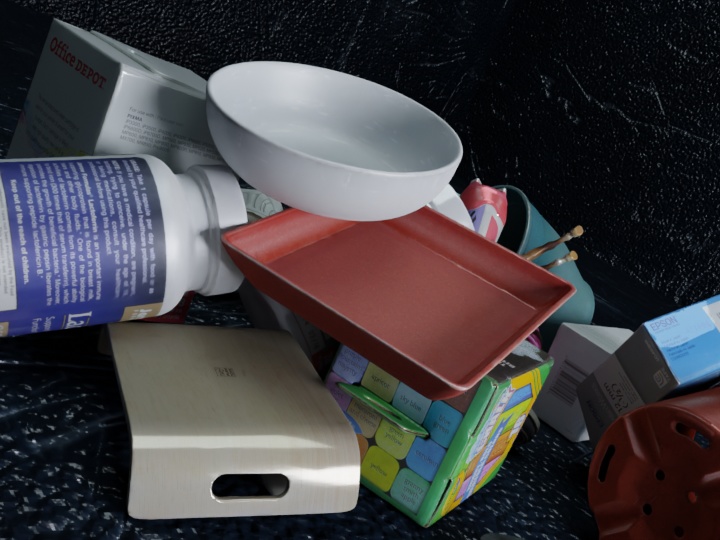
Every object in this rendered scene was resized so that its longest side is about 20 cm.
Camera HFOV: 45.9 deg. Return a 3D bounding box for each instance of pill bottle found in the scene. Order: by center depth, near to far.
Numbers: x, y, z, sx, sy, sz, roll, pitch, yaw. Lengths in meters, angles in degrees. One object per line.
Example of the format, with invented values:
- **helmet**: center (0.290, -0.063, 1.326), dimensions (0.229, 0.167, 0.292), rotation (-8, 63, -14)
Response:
- **pill bottle**: center (-0.185, -0.021, 0.588), dimensions (0.197, 0.117, 0.116), rotation (-7, 27, -28)
- **pill bottle**: center (0.000, 0.000, 0.756), dimensions (0.198, 0.115, 0.114), rotation (-30, 39, -19)

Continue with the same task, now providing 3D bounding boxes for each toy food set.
- **toy food set**: center (-0.098, 0.096, 0.577), dimensions (0.141, 0.061, 0.200), rotation (5, 19, -25)

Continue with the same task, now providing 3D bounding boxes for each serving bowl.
- **serving bowl**: center (-0.024, -0.092, 0.652), dimensions (0.197, 0.067, 0.201), rotation (12, 29, -7)

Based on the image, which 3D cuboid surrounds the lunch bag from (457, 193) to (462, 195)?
- **lunch bag**: center (0.013, -0.053, 1.082), dimensions (0.198, 0.173, 0.122), rotation (19, 6, -21)

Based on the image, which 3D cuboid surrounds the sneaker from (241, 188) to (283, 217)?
- **sneaker**: center (-0.134, -0.049, 1.016), dimensions (0.098, 0.079, 0.199), rotation (8, 20, -42)

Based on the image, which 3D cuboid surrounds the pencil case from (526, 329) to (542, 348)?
- **pencil case**: center (0.159, 0.087, 0.930), dimensions (0.090, 0.094, 0.200), rotation (36, 8, 8)

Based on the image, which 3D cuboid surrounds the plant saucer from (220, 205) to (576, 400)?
- **plant saucer**: center (0.030, 0.009, 0.611), dimensions (0.199, 0.037, 0.199), rotation (31, 32, 22)

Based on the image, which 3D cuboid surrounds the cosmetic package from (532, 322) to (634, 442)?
- **cosmetic package**: center (0.288, 0.131, 1.010), dimensions (0.081, 0.114, 0.199), rotation (34, 14, 35)

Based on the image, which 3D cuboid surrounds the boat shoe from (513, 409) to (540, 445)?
- **boat shoe**: center (0.077, 0.123, 0.811), dimensions (0.198, 0.073, 0.063), rotation (30, 56, -3)

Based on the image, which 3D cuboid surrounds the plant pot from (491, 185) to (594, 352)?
- **plant pot**: center (0.207, 0.024, 1.140), dimensions (0.187, 0.201, 0.200), rotation (36, 7, -26)

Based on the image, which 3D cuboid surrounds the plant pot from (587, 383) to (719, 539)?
- **plant pot**: center (0.304, 0.182, 0.702), dimensions (0.193, 0.204, 0.200), rotation (4, 23, -37)

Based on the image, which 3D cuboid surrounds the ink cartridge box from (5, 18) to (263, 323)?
- **ink cartridge box**: center (-0.204, -0.082, 0.725), dimensions (0.143, 0.202, 0.145), rotation (11, 19, -46)

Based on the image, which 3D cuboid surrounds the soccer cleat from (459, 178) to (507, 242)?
- **soccer cleat**: center (0.107, -0.019, 0.916), dimensions (0.066, 0.077, 0.201), rotation (21, -30, 0)

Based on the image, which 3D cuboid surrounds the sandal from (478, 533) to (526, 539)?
- **sandal**: center (0.171, 0.222, 0.572), dimensions (0.198, 0.049, 0.075), rotation (27, 13, 7)

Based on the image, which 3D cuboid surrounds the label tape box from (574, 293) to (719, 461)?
- **label tape box**: center (0.291, 0.104, 0.831), dimensions (0.141, 0.201, 0.067), rotation (-16, 66, -25)

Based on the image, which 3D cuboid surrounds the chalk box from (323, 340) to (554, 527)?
- **chalk box**: center (0.046, 0.101, 0.654), dimensions (0.124, 0.125, 0.199), rotation (31, 15, 25)

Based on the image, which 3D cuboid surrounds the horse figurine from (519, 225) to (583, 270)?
- **horse figurine**: center (0.143, 0.015, 0.848), dimensions (0.199, 0.132, 0.050), rotation (-25, 82, -46)

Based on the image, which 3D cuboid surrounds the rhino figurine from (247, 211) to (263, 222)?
- **rhino figurine**: center (-0.125, -0.031, 0.861), dimensions (0.197, 0.061, 0.087), rotation (-1, 10, 15)
